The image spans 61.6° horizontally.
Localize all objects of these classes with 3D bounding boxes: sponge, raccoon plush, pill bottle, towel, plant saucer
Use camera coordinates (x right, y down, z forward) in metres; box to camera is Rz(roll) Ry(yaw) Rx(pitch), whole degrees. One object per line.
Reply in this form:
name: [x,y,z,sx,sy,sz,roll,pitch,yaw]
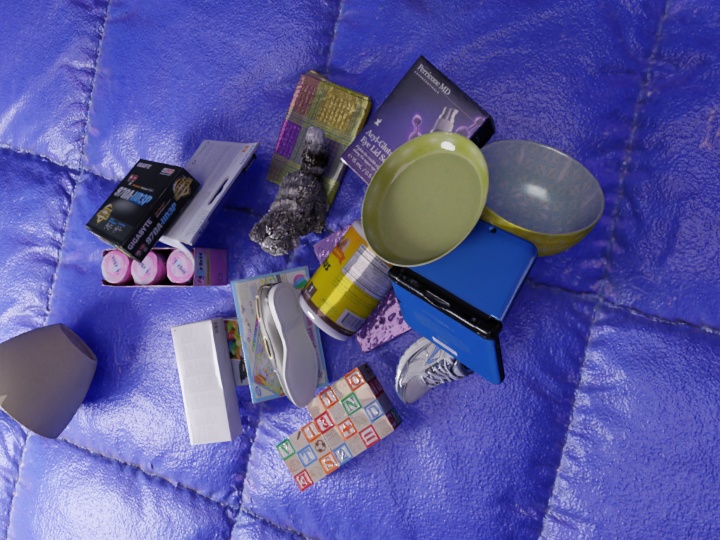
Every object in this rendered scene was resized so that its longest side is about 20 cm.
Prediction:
sponge: [0.010,0.023,1.004,0.110,0.030,0.204,-28,81,14]
raccoon plush: [-0.120,-0.121,0.967,0.094,0.134,0.206,9,114,21]
pill bottle: [0.000,0.000,0.935,0.109,0.109,0.201,41,99,13]
towel: [-0.071,-0.227,1.035,0.141,0.023,0.205,24,98,15]
plant saucer: [0.090,-0.095,0.835,0.196,0.031,0.205,-16,61,30]

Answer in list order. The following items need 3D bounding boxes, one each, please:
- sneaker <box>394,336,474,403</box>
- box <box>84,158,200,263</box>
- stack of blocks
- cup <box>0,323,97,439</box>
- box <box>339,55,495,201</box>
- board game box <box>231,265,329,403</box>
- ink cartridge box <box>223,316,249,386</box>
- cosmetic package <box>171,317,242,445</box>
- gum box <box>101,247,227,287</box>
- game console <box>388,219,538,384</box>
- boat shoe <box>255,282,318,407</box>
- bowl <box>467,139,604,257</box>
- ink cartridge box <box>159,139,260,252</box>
sneaker: [0.130,0.135,0.925,0.201,0.076,0.086,-51,37,12]
box: [-0.370,-0.107,1.015,0.198,0.046,0.161,19,69,49]
stack of blocks: [-0.044,0.259,1.005,0.198,0.058,0.117,-37,80,14]
cup: [-0.578,0.185,1.119,0.143,0.201,0.200,-43,77,-12]
box: [0.091,-0.197,0.941,0.148,0.104,0.201,42,102,13]
board game box: [-0.135,0.106,1.017,0.131,0.034,0.206,-10,88,-8]
ink cartridge box: [-0.231,0.145,1.075,0.195,0.042,0.123,-9,87,19]
cosmetic package: [-0.263,0.189,1.038,0.080,0.051,0.206,-9,91,13]
gum box: [-0.349,-0.006,1.072,0.194,0.113,0.068,0,90,17]
game console: [0.146,0.028,0.849,0.118,0.173,0.199,-39,45,-19]
boat shoe: [-0.119,0.119,0.969,0.059,0.071,0.207,0,107,42]
bowl: [0.240,-0.085,0.880,0.197,0.201,0.109,26,140,15]
ink cartridge box: [-0.257,-0.126,1.000,0.198,0.041,0.202,15,68,48]
